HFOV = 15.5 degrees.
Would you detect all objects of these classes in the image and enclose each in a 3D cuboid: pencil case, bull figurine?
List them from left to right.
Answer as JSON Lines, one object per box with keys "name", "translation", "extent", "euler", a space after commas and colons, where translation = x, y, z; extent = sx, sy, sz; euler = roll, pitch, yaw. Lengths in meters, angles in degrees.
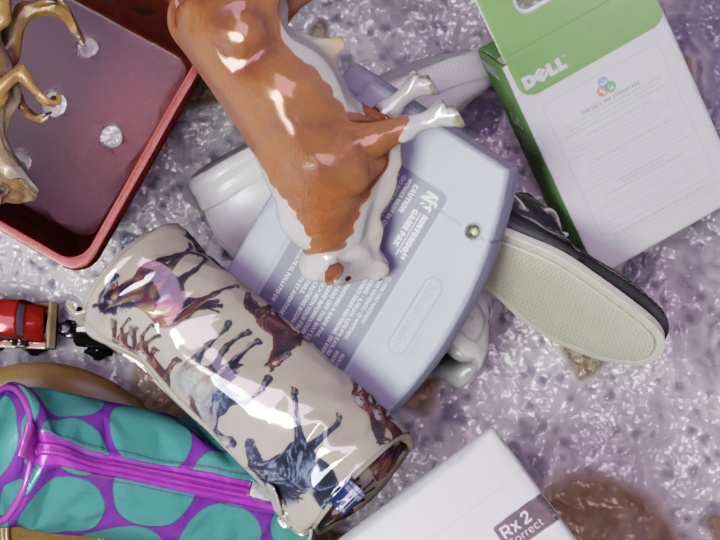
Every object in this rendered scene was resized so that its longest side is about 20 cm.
{"name": "pencil case", "translation": [-0.118, 0.119, 1.520], "extent": [0.199, 0.092, 0.085], "euler": [11, 80, -25]}
{"name": "pencil case", "translation": [-0.069, 0.062, 1.482], "extent": [0.200, 0.078, 0.089], "euler": [42, 66, 7]}
{"name": "bull figurine", "translation": [-0.021, -0.088, 1.456], "extent": [0.121, 0.065, 0.200], "euler": [-34, 101, 0]}

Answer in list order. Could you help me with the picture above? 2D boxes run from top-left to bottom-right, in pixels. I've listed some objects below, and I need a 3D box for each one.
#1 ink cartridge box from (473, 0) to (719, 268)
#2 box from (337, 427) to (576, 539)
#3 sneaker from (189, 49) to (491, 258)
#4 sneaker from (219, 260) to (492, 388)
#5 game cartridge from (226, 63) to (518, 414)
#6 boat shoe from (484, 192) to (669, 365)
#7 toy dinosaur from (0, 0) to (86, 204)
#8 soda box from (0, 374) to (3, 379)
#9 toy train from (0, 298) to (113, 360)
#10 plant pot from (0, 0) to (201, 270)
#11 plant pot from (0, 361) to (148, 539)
{"name": "ink cartridge box", "translation": [0.139, -0.110, 1.577], "extent": [0.104, 0.059, 0.201], "euler": [-29, 110, -5]}
{"name": "box", "translation": [0.030, 0.204, 1.497], "extent": [0.199, 0.200, 0.131], "euler": [-36, 83, -5]}
{"name": "sneaker", "translation": [0.001, -0.065, 1.615], "extent": [0.199, 0.075, 0.089], "euler": [-27, 97, -1]}
{"name": "sneaker", "translation": [-0.019, 0.036, 1.576], "extent": [0.199, 0.075, 0.081], "euler": [-4, 47, 1]}
{"name": "game cartridge", "translation": [0.000, 0.000, 1.518], "extent": [0.133, 0.041, 0.200], "euler": [35, 103, 14]}
{"name": "boat shoe", "translation": [0.100, -0.016, 1.557], "extent": [0.200, 0.072, 0.068], "euler": [32, 52, 4]}
{"name": "toy dinosaur", "translation": [-0.214, -0.136, 1.446], "extent": [0.106, 0.060, 0.201], "euler": [-25, 81, -2]}
{"name": "soda box", "translation": [-0.252, 0.161, 1.573], "extent": [0.068, 0.063, 0.201], "euler": [4, 81, -1]}
{"name": "toy train", "translation": [-0.217, 0.033, 1.603], "extent": [0.199, 0.046, 0.034], "euler": [3, 81, 1]}
{"name": "plant pot", "translation": [-0.190, -0.117, 1.562], "extent": [0.199, 0.176, 0.200], "euler": [29, 82, 5]}
{"name": "plant pot", "translation": [-0.182, 0.153, 1.548], "extent": [0.199, 0.027, 0.201], "euler": [3, 83, -27]}
